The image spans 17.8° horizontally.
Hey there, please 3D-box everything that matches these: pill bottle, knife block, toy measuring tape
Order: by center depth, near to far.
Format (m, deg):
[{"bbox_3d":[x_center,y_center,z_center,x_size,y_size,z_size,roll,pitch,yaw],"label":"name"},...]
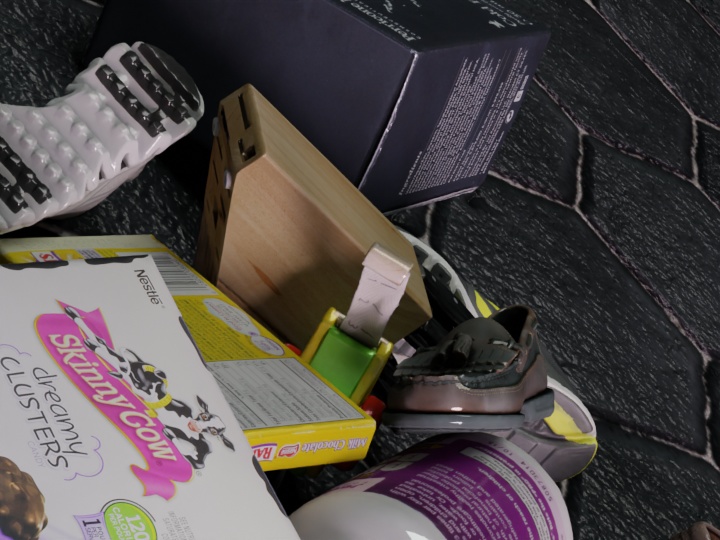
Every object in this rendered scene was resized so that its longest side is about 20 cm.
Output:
[{"bbox_3d":[0.017,0.149,1.096,0.112,0.112,0.200,48,25,11],"label":"pill bottle"},{"bbox_3d":[-0.016,0.056,1.147,0.074,0.200,0.074,5,65,-10],"label":"toy measuring tape"},{"bbox_3d":[0.000,0.000,1.240,0.176,0.200,0.064,0,40,-14],"label":"knife block"}]

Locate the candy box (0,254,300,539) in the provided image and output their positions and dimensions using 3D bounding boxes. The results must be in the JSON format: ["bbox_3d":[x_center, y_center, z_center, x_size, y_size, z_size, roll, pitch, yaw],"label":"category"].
[{"bbox_3d":[-0.149,0.081,0.950,0.200,0.072,0.168,-5,51,-37],"label":"candy box"}]

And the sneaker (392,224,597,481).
[{"bbox_3d":[0.058,0.047,1.382,0.200,0.074,0.085,46,11,-4],"label":"sneaker"}]

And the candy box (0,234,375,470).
[{"bbox_3d":[-0.091,0.036,1.115,0.102,0.026,0.200,-5,30,-40],"label":"candy box"}]

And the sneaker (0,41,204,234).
[{"bbox_3d":[-0.169,-0.050,1.187,0.200,0.081,0.075,-25,74,-42],"label":"sneaker"}]

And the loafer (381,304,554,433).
[{"bbox_3d":[0.055,0.049,1.178,0.200,0.072,0.063,3,88,-75],"label":"loafer"}]

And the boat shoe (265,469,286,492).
[{"bbox_3d":[-0.092,0.111,1.059,0.074,0.063,0.201,45,27,0],"label":"boat shoe"}]

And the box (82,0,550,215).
[{"bbox_3d":[-0.024,-0.133,1.405,0.200,0.124,0.197,32,23,19],"label":"box"}]

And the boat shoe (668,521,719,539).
[{"bbox_3d":[0.256,0.220,1.397,0.200,0.060,0.072,35,26,-17],"label":"boat shoe"}]
